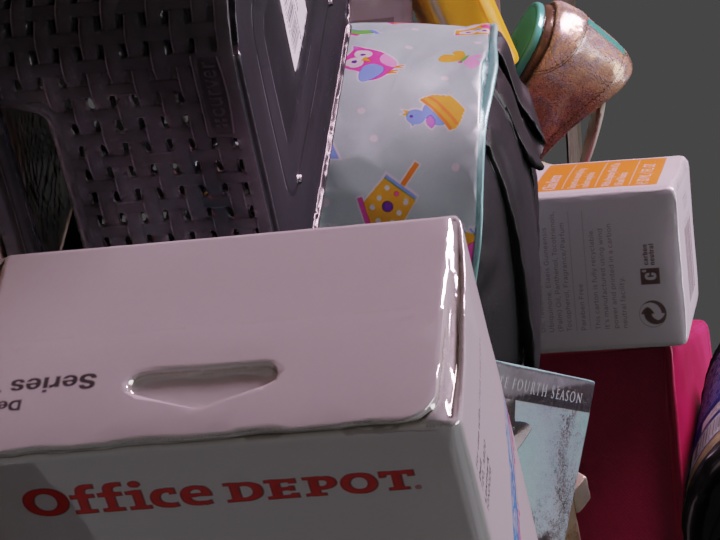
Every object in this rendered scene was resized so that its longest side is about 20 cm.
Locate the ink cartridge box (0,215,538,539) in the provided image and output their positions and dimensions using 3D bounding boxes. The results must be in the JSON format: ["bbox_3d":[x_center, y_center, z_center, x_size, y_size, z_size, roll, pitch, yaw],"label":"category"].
[{"bbox_3d":[-0.023,0.084,0.842,0.201,0.144,0.084,75,14,-45],"label":"ink cartridge box"}]

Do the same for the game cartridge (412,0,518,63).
[{"bbox_3d":[0.017,-0.186,1.293,0.176,0.032,0.201,-107,176,-83],"label":"game cartridge"}]

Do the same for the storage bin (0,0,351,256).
[{"bbox_3d":[-0.064,-0.091,0.943,0.201,0.093,0.136,-83,166,-50],"label":"storage bin"}]

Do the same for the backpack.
[{"bbox_3d":[0.000,0.000,1.089,0.176,0.152,0.201,-76,176,-60],"label":"backpack"}]

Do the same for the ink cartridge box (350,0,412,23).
[{"bbox_3d":[-0.012,-0.101,1.394,0.200,0.050,0.162,-115,-159,-60],"label":"ink cartridge box"}]

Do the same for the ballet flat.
[{"bbox_3d":[0.072,-0.048,1.383,0.200,0.067,0.068,-53,-158,42],"label":"ballet flat"}]

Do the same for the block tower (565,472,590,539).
[{"bbox_3d":[0.021,0.161,1.159,0.200,0.054,0.058,-49,149,-24],"label":"block tower"}]

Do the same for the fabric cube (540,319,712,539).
[{"bbox_3d":[0.069,0.128,1.328,0.199,0.199,0.197,-11,98,-78],"label":"fabric cube"}]

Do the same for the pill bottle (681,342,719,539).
[{"bbox_3d":[0.207,0.077,1.252,0.200,0.111,0.112,-64,149,-65],"label":"pill bottle"}]

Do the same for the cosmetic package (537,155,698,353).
[{"bbox_3d":[0.048,-0.004,1.240,0.101,0.199,0.072,-49,134,-76],"label":"cosmetic package"}]

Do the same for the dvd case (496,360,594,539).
[{"bbox_3d":[0.029,0.130,1.004,0.146,0.022,0.201,15,85,-60],"label":"dvd case"}]
